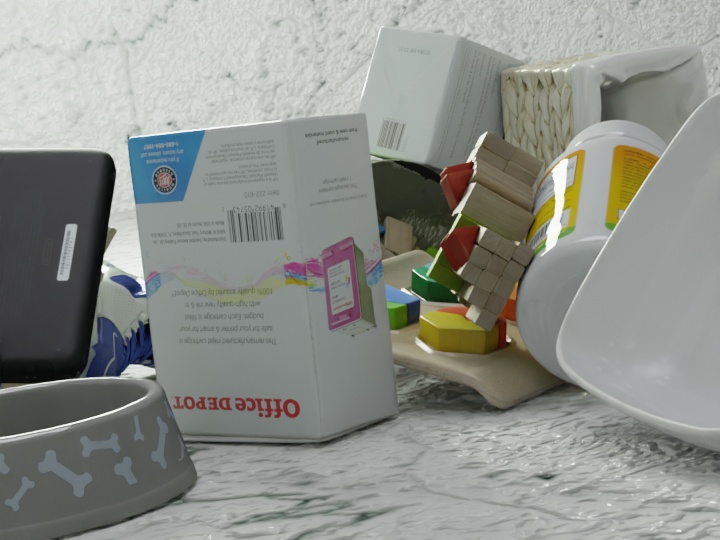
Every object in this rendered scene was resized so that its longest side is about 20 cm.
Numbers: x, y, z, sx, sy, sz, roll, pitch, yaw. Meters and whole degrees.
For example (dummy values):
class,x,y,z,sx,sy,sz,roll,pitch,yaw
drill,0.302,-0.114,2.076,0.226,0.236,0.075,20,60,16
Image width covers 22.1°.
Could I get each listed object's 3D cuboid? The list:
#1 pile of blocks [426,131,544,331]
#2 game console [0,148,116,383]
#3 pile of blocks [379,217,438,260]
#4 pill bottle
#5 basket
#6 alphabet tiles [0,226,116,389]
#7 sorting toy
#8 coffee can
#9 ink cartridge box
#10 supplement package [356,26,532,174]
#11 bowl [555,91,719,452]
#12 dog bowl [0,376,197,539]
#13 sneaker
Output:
class,x,y,z,sx,sy,sz,roll,pitch,yaw
pile of blocks,0.073,-0.030,1.219,0.062,0.082,0.200,29,27,-6
game console,-0.267,0.020,1.346,0.175,0.201,0.117,0,-35,4
pile of blocks,0.000,0.000,1.419,0.199,0.062,0.082,24,32,-9
pill bottle,0.166,-0.020,1.222,0.110,0.112,0.200,-6,29,15
basket,0.199,-0.080,1.505,0.135,0.201,0.123,-14,14,-36
alphabet tiles,-0.240,0.038,1.396,0.006,0.167,0.200,29,-7,-20
sorting toy,0.067,0.029,1.264,0.199,0.037,0.185,19,23,36
coffee can,-0.002,-0.023,1.550,0.145,0.147,0.200,-10,8,-15
ink cartridge box,-0.063,0.006,1.190,0.144,0.201,0.084,-2,6,39
supplement package,0.109,-0.125,1.580,0.199,0.110,0.114,15,1,-38
bowl,0.215,0.006,0.996,0.075,0.200,0.200,35,-4,-28
dog bowl,-0.198,0.110,1.086,0.199,0.059,0.200,-9,8,1
sneaker,-0.183,0.044,1.441,0.115,0.081,0.200,19,20,-18
